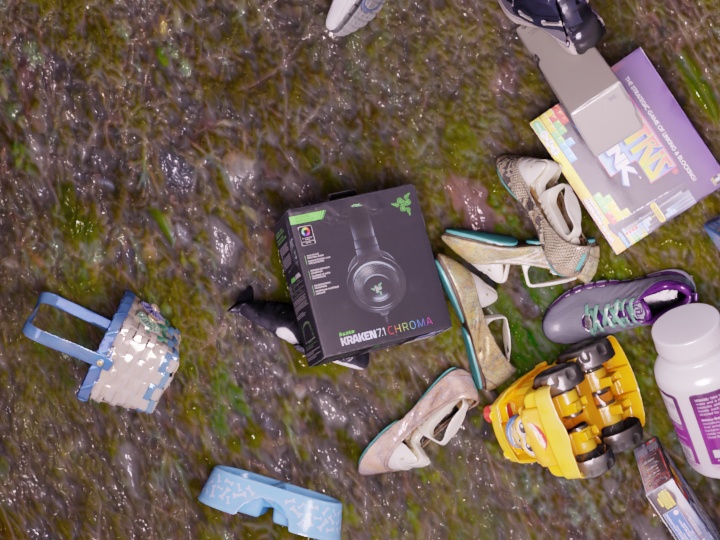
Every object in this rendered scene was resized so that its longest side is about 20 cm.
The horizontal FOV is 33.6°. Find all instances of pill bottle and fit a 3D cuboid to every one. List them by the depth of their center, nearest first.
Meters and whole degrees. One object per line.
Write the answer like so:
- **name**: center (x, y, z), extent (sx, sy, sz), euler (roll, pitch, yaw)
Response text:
- **pill bottle**: center (0.422, 0.143, 1.442), extent (0.112, 0.112, 0.201), euler (-21, 116, 11)

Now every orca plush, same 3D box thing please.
- **orca plush**: center (-0.071, 0.057, 1.552), extent (0.199, 0.105, 0.072), euler (27, 103, 29)

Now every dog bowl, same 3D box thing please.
- **dog bowl**: center (-0.115, 0.307, 1.584), extent (0.199, 0.111, 0.050), euler (16, 85, 7)

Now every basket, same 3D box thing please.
- **basket**: center (-0.338, 0.092, 1.562), extent (0.199, 0.176, 0.140), euler (21, 101, -13)

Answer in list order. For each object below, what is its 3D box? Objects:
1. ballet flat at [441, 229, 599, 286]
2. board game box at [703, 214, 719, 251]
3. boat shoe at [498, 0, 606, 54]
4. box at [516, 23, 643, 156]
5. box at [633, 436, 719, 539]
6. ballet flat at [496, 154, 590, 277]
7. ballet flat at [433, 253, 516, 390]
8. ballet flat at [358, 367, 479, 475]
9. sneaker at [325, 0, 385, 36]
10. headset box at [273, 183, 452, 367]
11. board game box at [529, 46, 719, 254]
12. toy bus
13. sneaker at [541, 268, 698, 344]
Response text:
- **ballet flat**: center (0.200, -0.014, 1.505), extent (0.198, 0.071, 0.071), euler (4, 97, 6)
- **board game box**: center (0.470, 0.008, 1.403), extent (0.036, 0.200, 0.152), euler (-34, 91, 10)
- **boat shoe**: center (0.210, -0.333, 1.404), extent (0.075, 0.200, 0.093), euler (-42, 129, -1)
- **box**: center (0.257, -0.230, 1.410), extent (0.068, 0.201, 0.082), euler (-32, 129, 12)
- **box**: center (0.391, 0.291, 1.449), extent (0.040, 0.200, 0.137), euler (-33, 90, 11)
- **ballet flat**: center (0.231, -0.086, 1.455), extent (0.075, 0.067, 0.201), euler (-63, 40, 45)
- **ballet flat**: center (0.151, 0.058, 1.516), extent (0.070, 0.071, 0.201), euler (-17, 111, 11)
- **ballet flat**: center (0.078, 0.213, 1.552), extent (0.200, 0.068, 0.067), euler (-48, 54, 12)
- **sneaker**: center (0.002, -0.394, 1.507), extent (0.087, 0.074, 0.201), euler (26, 94, 17)
- **headset box**: center (0.000, 0.000, 1.484), extent (0.173, 0.093, 0.201), euler (-12, 81, -18)
- **board game box**: center (0.332, -0.148, 1.481), extent (0.165, 0.057, 0.201), euler (-35, 90, 12)
- **toy bus**: center (0.228, 0.178, 1.470), extent (0.191, 0.200, 0.137), euler (-17, 95, 37)
- **sneaker**: center (0.322, 0.045, 1.489), extent (0.199, 0.088, 0.075), euler (-19, 93, 11)
